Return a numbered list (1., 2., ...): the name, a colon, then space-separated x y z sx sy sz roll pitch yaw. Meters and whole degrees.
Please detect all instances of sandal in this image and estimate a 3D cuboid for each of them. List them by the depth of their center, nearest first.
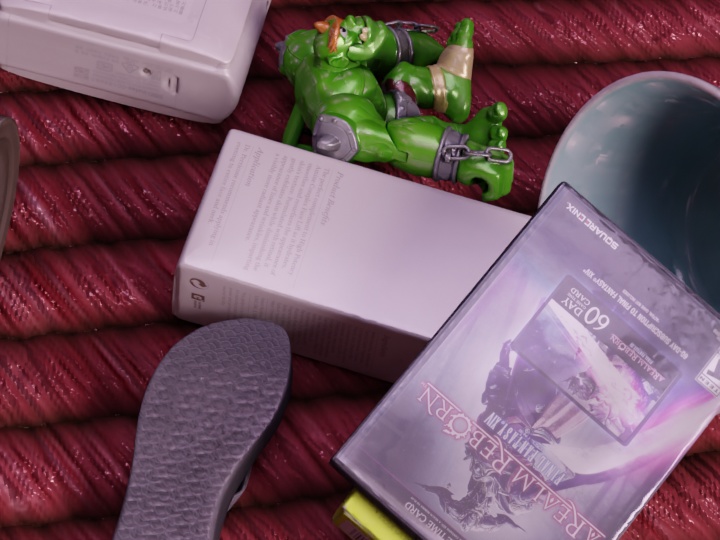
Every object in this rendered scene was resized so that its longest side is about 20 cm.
1. sandal: -0.094 0.113 1.186 0.076 0.043 0.201 15 60 11

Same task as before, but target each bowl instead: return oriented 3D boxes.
1. bowl: 0.206 -0.015 1.257 0.104 0.201 0.201 -5 50 -40

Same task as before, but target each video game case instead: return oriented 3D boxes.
1. video game case: 0.100 0.072 1.141 0.143 0.019 0.200 40 73 2

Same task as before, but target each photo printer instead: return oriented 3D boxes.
1. photo printer: -0.136 -0.198 1.397 0.165 0.070 0.201 14 51 0

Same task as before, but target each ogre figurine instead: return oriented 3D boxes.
1. ogre figurine: 0.017 -0.103 1.321 0.119 0.098 0.201 4 48 -17

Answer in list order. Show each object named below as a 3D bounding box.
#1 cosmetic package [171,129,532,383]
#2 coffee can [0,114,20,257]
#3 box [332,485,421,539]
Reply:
1. cosmetic package: 0.000 0.000 1.258 0.199 0.074 0.102 18 62 3
2. coffee can: -0.305 -0.040 1.192 0.198 0.147 0.147 16 51 2
3. box: 0.093 0.096 1.167 0.122 0.048 0.200 41 74 2
